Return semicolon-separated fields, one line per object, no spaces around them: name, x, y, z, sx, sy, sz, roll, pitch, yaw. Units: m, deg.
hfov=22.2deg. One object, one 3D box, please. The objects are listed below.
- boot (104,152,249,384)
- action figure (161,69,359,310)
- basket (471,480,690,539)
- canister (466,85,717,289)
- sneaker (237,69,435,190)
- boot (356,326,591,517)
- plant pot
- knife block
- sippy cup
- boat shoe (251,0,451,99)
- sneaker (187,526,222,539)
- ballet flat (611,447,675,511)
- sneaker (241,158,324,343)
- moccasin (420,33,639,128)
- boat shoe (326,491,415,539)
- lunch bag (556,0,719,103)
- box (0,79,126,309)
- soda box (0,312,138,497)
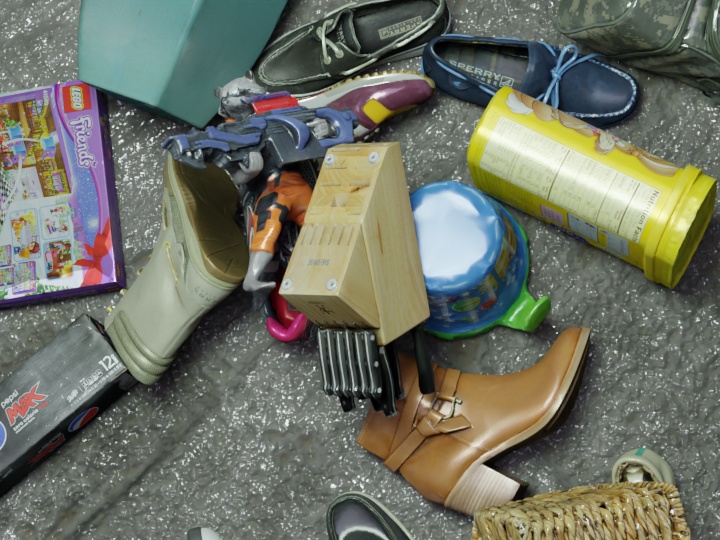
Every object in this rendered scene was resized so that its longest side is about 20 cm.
boot;-0.172;-0.009;1.651;0.155;0.072;0.200;-52;33;26
action figure;-0.093;-0.071;1.527;0.200;0.105;0.194;-3;75;-39
basket;0.188;0.282;1.521;0.149;0.143;0.201;-11;89;-18
canister;0.198;-0.073;1.585;0.200;0.149;0.087;27;83;14
sneaker;-0.021;-0.119;1.667;0.200;0.075;0.090;-16;85;10
boot;0.100;0.108;1.600;0.155;0.074;0.200;29;81;16
plant pot;-0.163;-0.242;1.656;0.141;0.141;0.200;20;90;28
knife block;0.017;0.016;1.529;0.064;0.176;0.200;1;64;37
sippy cup;0.078;-0.017;1.597;0.177;0.130;0.140;1;79;7
boat shoe;-0.015;-0.212;1.683;0.200;0.064;0.071;-22;76;3
sneaker;-0.063;0.293;1.586;0.108;0.067;0.202;-29;80;0
ballet flat;0.244;0.250;1.553;0.069;0.069;0.201;-8;78;6
sneaker;-0.064;-0.035;1.613;0.080;0.075;0.201;-10;99;18
moccasin;0.151;-0.168;1.649;0.199;0.068;0.081;7;78;6
boat shoe;0.030;0.277;1.576;0.072;0.068;0.200;-28;75;2
lunch bag;0.294;-0.268;1.618;0.167;0.139;0.200;23;81;-24
box;-0.297;-0.070;1.705;0.136;0.039;0.201;-9;77;6
soda box;-0.297;0.130;1.651;0.200;0.063;0.071;-40;75;-2
